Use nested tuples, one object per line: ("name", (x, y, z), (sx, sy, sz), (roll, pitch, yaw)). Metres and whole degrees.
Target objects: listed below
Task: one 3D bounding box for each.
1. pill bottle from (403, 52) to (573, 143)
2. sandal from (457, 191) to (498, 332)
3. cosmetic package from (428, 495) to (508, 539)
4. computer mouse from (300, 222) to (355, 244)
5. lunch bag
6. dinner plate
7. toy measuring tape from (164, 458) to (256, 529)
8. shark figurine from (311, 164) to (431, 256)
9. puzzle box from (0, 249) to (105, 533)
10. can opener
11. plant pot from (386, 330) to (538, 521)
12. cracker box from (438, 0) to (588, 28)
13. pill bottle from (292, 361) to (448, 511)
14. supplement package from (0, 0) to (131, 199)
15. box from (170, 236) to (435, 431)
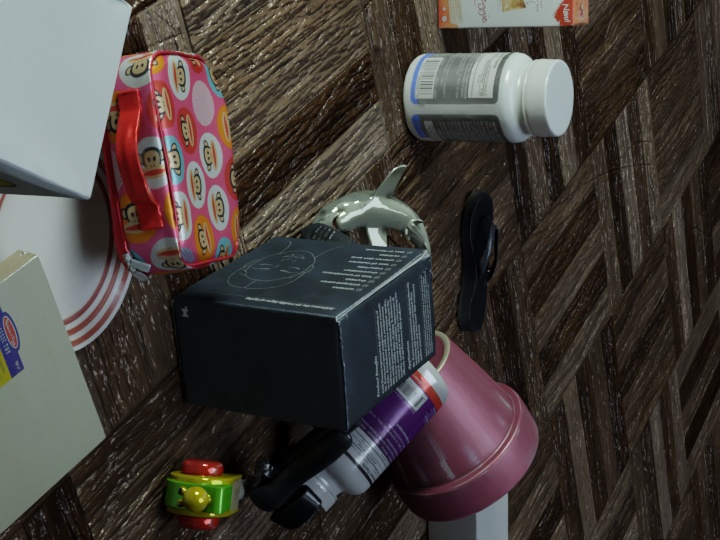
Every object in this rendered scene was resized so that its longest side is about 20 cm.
("pill bottle", (0.165, -0.222, 1.711), (0.113, 0.198, 0.115), (-15, 107, -59))
("sandal", (0.178, -0.012, 1.921), (0.076, 0.042, 0.203), (-3, 97, -60))
("cosmetic package", (0.153, 0.298, 1.881), (0.107, 0.084, 0.203), (-13, 106, -58))
("computer mouse", (0.000, 0.000, 1.468), (0.034, 0.199, 0.059), (-37, 134, -27))
("lunch bag", (-0.176, -0.096, 1.202), (0.176, 0.081, 0.203), (-22, 105, -74))
("dinner plate", (-0.264, -0.028, 1.160), (0.199, 0.024, 0.203), (-14, 106, -58))
("toy measuring tape", (-0.157, 0.226, 1.368), (0.200, 0.073, 0.075), (31, 66, -82))
("shark figurine", (0.033, -0.057, 1.623), (0.214, 0.089, 0.129), (36, 88, -39))
("puzzle box", (-0.290, 0.100, 1.101), (0.133, 0.025, 0.202), (-42, 134, -38))
("can opener", (-0.055, 0.197, 1.378), (0.078, 0.200, 0.064), (26, 43, -14))
("plant pot", (0.099, 0.184, 1.685), (0.180, 0.199, 0.201), (55, 46, -26))
("cracker box", (0.199, -0.388, 1.747), (0.058, 0.198, 0.136), (-20, 111, -57))
("pill bottle", (0.000, 0.175, 1.524), (0.200, 0.112, 0.113), (-46, 138, -12))
("supplement package", (-0.300, -0.146, 0.903), (0.191, 0.198, 0.149), (26, 71, -58))
("box", (-0.053, 0.057, 1.366), (0.196, 0.198, 0.125), (-31, 122, -54))
